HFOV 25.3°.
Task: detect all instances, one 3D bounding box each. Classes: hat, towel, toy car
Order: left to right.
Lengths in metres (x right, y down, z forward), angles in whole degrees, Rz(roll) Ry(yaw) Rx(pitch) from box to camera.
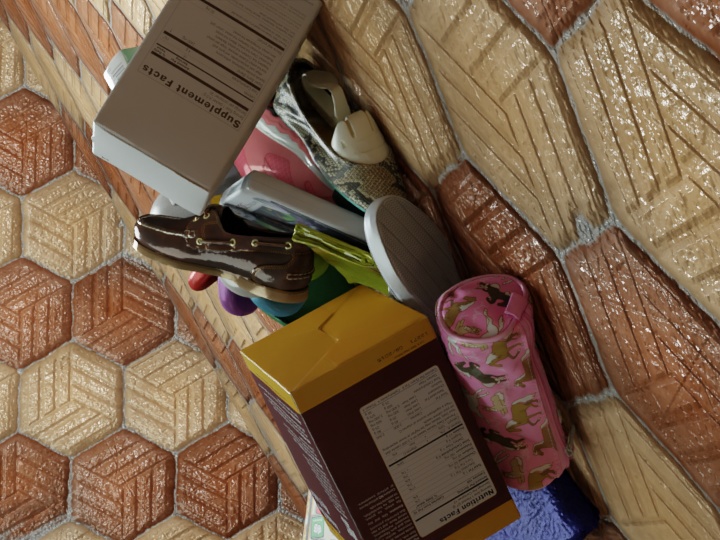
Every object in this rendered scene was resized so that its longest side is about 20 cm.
[{"bbox_3d":[-0.126,-0.024,1.709,0.200,0.175,0.150,28,124,19],"label":"toy car"},{"bbox_3d":[-0.035,-0.032,1.812,0.199,0.176,0.166,18,-158,-33],"label":"hat"},{"bbox_3d":[0.000,0.000,1.523,0.086,0.018,0.200,24,175,18],"label":"towel"},{"bbox_3d":[0.134,0.197,1.519,0.200,0.049,0.148,56,135,24],"label":"towel"}]

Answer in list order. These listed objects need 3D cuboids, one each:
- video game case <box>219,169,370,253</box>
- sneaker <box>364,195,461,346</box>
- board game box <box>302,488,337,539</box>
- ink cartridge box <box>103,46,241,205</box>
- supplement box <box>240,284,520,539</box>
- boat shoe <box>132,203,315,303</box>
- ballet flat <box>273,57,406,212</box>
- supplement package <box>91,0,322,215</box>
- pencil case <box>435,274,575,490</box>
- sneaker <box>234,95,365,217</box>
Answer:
[{"bbox_3d":[-0.030,-0.038,1.524,0.199,0.023,0.182,23,173,-11],"label":"video game case"},{"bbox_3d":[0.052,0.023,1.429,0.071,0.073,0.200,-8,120,49],"label":"sneaker"},{"bbox_3d":[0.006,0.240,1.654,0.151,0.046,0.201,-4,75,51],"label":"board game box"},{"bbox_3d":[-0.148,-0.162,1.654,0.050,0.200,0.161,-40,75,44],"label":"ink cartridge box"},{"bbox_3d":[0.013,0.142,1.410,0.201,0.132,0.197,65,168,-14],"label":"supplement box"},{"bbox_3d":[-0.132,-0.030,1.559,0.199,0.070,0.071,15,114,21],"label":"boat shoe"},{"bbox_3d":[-0.021,-0.131,1.461,0.200,0.068,0.076,51,145,39],"label":"ballet flat"},{"bbox_3d":[-0.139,-0.170,1.426,0.120,0.200,0.121,31,168,-5],"label":"supplement package"},{"bbox_3d":[0.124,0.095,1.358,0.083,0.086,0.200,-107,-4,-52],"label":"pencil case"},{"bbox_3d":[-0.066,-0.097,1.557,0.200,0.087,0.074,43,-156,26],"label":"sneaker"}]
